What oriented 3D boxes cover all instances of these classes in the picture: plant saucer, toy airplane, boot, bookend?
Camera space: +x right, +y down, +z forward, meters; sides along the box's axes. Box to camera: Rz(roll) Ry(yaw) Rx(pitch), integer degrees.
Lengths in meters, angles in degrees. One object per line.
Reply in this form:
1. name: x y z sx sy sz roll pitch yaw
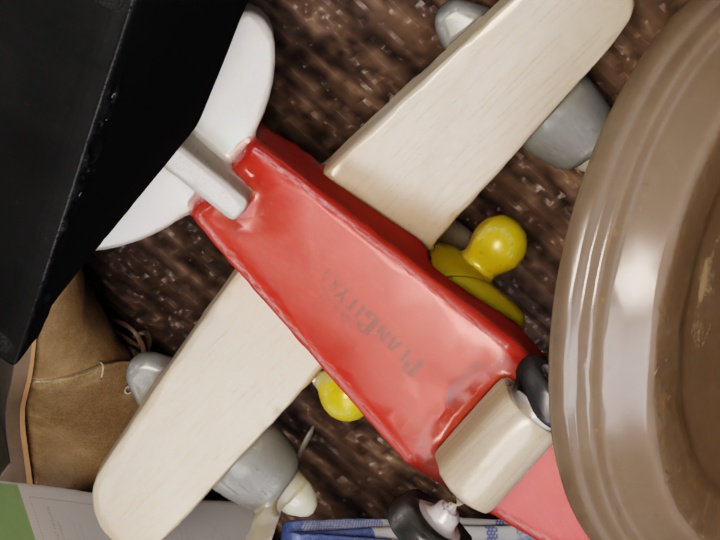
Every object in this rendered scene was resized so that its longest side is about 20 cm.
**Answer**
1. plant saucer: 0.126 0.004 0.742 0.029 0.200 0.200 14 140 36
2. toy airplane: 0.000 0.000 0.786 0.199 0.141 0.200 -2 95 16
3. boot: -0.103 0.029 0.850 0.075 0.074 0.200 -7 139 -13
4. bookend: -0.065 -0.109 0.660 0.092 0.200 0.199 34 148 3

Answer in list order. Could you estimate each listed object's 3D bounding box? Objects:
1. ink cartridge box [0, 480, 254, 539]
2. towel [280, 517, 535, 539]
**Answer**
1. ink cartridge box: -0.083 0.150 0.828 0.048 0.146 0.200 -32 156 26
2. towel: 0.054 0.165 0.875 0.199 0.148 0.024 5 169 -34
